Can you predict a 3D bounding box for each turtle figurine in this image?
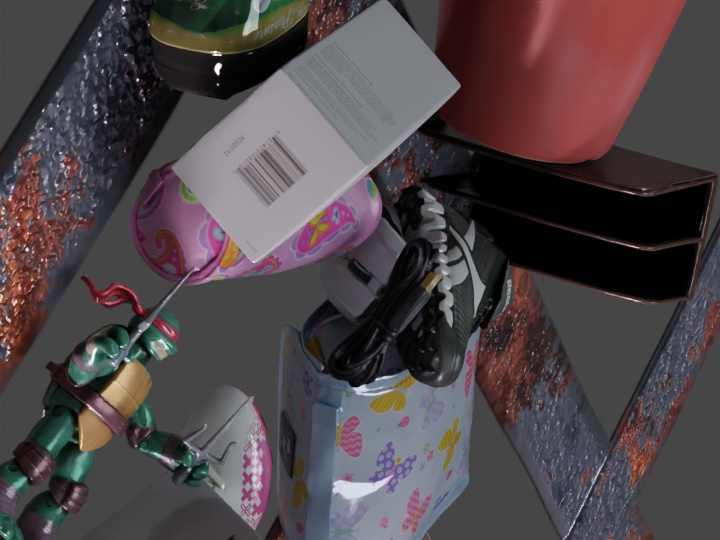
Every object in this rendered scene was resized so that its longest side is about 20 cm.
[{"bbox_3d":[-0.155,0.090,1.601,0.200,0.101,0.150,-51,133,-8],"label":"turtle figurine"}]

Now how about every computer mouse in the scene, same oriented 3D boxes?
[{"bbox_3d":[0.000,0.000,1.800,0.044,0.200,0.110,29,101,-19],"label":"computer mouse"}]

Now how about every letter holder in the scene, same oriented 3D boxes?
[{"bbox_3d":[0.146,-0.045,1.954,0.142,0.200,0.101,-10,114,-59],"label":"letter holder"}]

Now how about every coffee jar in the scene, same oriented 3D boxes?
[{"bbox_3d":[-0.083,-0.210,1.577,0.104,0.085,0.200,-42,138,-50],"label":"coffee jar"}]

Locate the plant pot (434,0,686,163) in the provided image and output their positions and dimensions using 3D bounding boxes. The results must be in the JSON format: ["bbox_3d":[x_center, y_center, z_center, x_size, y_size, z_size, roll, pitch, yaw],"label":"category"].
[{"bbox_3d":[0.140,-0.188,1.900,0.200,0.200,0.178,-24,135,-55],"label":"plant pot"}]

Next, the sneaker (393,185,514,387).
[{"bbox_3d":[0.071,0.016,1.813,0.200,0.090,0.067,-96,-150,-55],"label":"sneaker"}]

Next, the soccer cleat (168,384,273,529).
[{"bbox_3d":[-0.112,0.179,1.755,0.086,0.070,0.201,-15,118,-57],"label":"soccer cleat"}]

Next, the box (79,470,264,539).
[{"bbox_3d":[-0.112,0.255,1.683,0.152,0.106,0.200,-36,132,-14],"label":"box"}]

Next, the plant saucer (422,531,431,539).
[{"bbox_3d":[-0.003,0.288,2.050,0.200,0.032,0.201,-38,137,-48],"label":"plant saucer"}]

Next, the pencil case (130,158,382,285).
[{"bbox_3d":[-0.068,-0.040,1.707,0.200,0.087,0.088,-13,117,-59],"label":"pencil case"}]

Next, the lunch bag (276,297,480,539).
[{"bbox_3d":[0.002,0.110,1.866,0.200,0.127,0.170,-46,144,-58],"label":"lunch bag"}]

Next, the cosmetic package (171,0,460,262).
[{"bbox_3d":[-0.024,-0.091,1.626,0.108,0.085,0.200,-40,-177,25],"label":"cosmetic package"}]
